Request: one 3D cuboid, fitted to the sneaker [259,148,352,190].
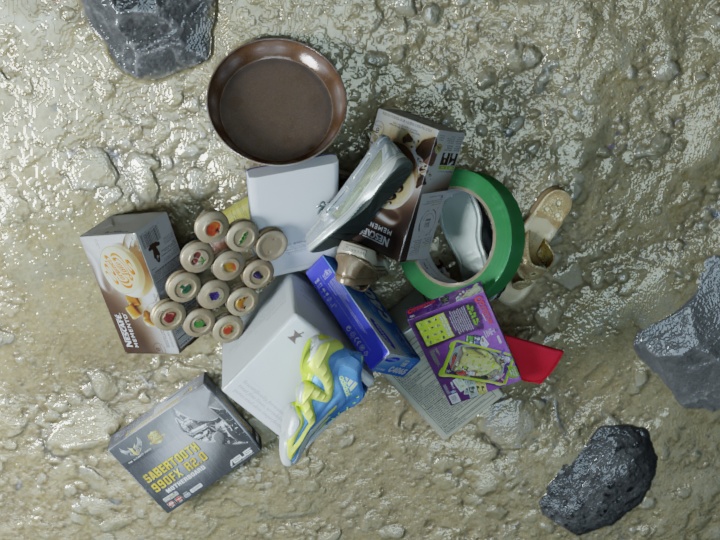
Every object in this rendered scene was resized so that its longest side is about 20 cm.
[{"bbox_3d":[-0.068,-0.148,1.510,0.199,0.076,0.071,23,118,-38],"label":"sneaker"}]

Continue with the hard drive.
[{"bbox_3d":[-0.098,-0.077,1.489,0.131,0.025,0.201,-12,137,-13],"label":"hard drive"}]

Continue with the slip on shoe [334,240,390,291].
[{"bbox_3d":[0.000,0.000,1.506,0.076,0.200,0.061,16,87,6],"label":"slip on shoe"}]

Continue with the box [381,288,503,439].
[{"bbox_3d":[0.115,0.149,1.622,0.128,0.109,0.200,-38,110,9],"label":"box"}]

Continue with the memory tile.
[{"bbox_3d":[-0.203,0.013,1.465,0.153,0.017,0.201,17,109,-36],"label":"memory tile"}]

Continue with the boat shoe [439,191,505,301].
[{"bbox_3d":[0.178,-0.050,1.576,0.075,0.060,0.201,-7,100,36],"label":"boat shoe"}]

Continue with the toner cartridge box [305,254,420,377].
[{"bbox_3d":[0.003,0.068,1.520,0.043,0.200,0.095,-45,149,17],"label":"toner cartridge box"}]

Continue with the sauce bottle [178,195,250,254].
[{"bbox_3d":[-0.189,-0.067,1.525,0.199,0.066,0.066,-28,112,4],"label":"sauce bottle"}]

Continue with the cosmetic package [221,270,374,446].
[{"bbox_3d":[-0.099,0.130,1.540,0.165,0.200,0.165,41,102,-19],"label":"cosmetic package"}]

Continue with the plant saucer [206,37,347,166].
[{"bbox_3d":[-0.119,-0.235,1.434,0.199,0.035,0.202,2,71,-5],"label":"plant saucer"}]

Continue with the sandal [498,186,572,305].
[{"bbox_3d":[0.275,-0.028,1.591,0.077,0.070,0.213,20,108,-14],"label":"sandal"}]

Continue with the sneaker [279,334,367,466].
[{"bbox_3d":[-0.048,0.193,1.423,0.104,0.076,0.201,13,107,-13],"label":"sneaker"}]

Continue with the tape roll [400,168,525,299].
[{"bbox_3d":[0.148,-0.050,1.512,0.048,0.200,0.201,-1,121,-55],"label":"tape roll"}]

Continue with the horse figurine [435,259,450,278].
[{"bbox_3d":[0.189,0.082,1.610,0.050,0.133,0.200,-44,123,7],"label":"horse figurine"}]

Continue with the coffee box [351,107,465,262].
[{"bbox_3d":[0.063,-0.126,1.488,0.080,0.113,0.201,-6,116,-54],"label":"coffee box"}]

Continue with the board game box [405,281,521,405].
[{"bbox_3d":[0.156,0.112,1.501,0.119,0.032,0.201,-18,129,11],"label":"board game box"}]

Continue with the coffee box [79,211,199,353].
[{"bbox_3d":[-0.323,0.020,1.513,0.114,0.080,0.201,-1,117,31],"label":"coffee box"}]

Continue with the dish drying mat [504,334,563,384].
[{"bbox_3d":[0.210,0.129,1.550,0.199,0.018,0.077,16,125,-18],"label":"dish drying mat"}]

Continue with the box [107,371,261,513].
[{"bbox_3d":[-0.287,0.285,1.662,0.199,0.048,0.159,-34,112,7],"label":"box"}]

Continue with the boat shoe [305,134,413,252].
[{"bbox_3d":[-0.011,-0.104,1.448,0.202,0.074,0.065,-47,69,24],"label":"boat shoe"}]
